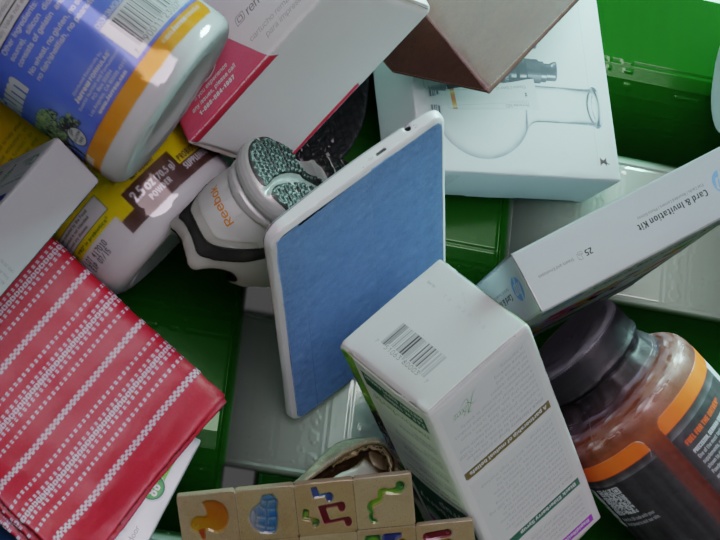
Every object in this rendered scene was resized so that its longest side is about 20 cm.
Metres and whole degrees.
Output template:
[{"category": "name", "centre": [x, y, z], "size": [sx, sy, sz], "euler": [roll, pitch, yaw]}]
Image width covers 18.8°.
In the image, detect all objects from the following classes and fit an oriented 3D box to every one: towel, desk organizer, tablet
[{"category": "towel", "centre": [-0.190, 0.059, 1.236], "size": [0.200, 0.022, 0.145], "euler": [42, 67, 1]}, {"category": "desk organizer", "centre": [0.093, -0.185, 1.342], "size": [0.077, 0.072, 0.200], "euler": [49, 59, -9]}, {"category": "tablet", "centre": [0.000, 0.000, 1.277], "size": [0.130, 0.201, 0.014], "euler": [-36, 62, -20]}]

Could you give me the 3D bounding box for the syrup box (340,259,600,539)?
[{"category": "syrup box", "centre": [0.067, 0.096, 1.256], "size": [0.081, 0.201, 0.079], "euler": [-40, 49, -15]}]

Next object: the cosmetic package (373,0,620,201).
[{"category": "cosmetic package", "centre": [0.081, -0.149, 1.395], "size": [0.150, 0.052, 0.202], "euler": [2, 74, -30]}]

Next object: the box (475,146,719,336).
[{"category": "box", "centre": [0.130, -0.001, 1.302], "size": [0.155, 0.200, 0.041], "euler": [-26, 82, -20]}]

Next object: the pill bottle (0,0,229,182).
[{"category": "pill bottle", "centre": [-0.181, -0.148, 1.194], "size": [0.199, 0.112, 0.112], "euler": [35, 70, 1]}]

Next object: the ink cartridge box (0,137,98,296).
[{"category": "ink cartridge box", "centre": [-0.229, 0.016, 1.173], "size": [0.039, 0.099, 0.200], "euler": [47, 64, -16]}]

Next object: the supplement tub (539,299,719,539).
[{"category": "supplement tub", "centre": [0.191, 0.112, 1.318], "size": [0.200, 0.107, 0.107], "euler": [47, 69, -12]}]

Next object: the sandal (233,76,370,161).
[{"category": "sandal", "centre": [-0.027, -0.126, 1.386], "size": [0.075, 0.045, 0.201], "euler": [31, 55, -10]}]

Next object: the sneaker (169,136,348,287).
[{"category": "sneaker", "centre": [-0.043, -0.026, 1.295], "size": [0.080, 0.200, 0.074], "euler": [-35, 66, 18]}]

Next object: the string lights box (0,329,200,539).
[{"category": "string lights box", "centre": [-0.206, 0.100, 1.264], "size": [0.199, 0.059, 0.103], "euler": [29, 69, -5]}]

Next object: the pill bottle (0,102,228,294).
[{"category": "pill bottle", "centre": [-0.180, -0.089, 1.295], "size": [0.200, 0.109, 0.109], "euler": [44, 69, 1]}]

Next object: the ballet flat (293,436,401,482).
[{"category": "ballet flat", "centre": [-0.051, 0.167, 1.283], "size": [0.067, 0.062, 0.200], "euler": [44, 70, -1]}]

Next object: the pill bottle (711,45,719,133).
[{"category": "pill bottle", "centre": [0.340, -0.114, 1.434], "size": [0.198, 0.113, 0.114], "euler": [11, 72, -11]}]

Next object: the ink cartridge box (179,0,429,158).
[{"category": "ink cartridge box", "centre": [-0.066, -0.187, 1.292], "size": [0.084, 0.145, 0.201], "euler": [14, 41, -47]}]

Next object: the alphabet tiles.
[{"category": "alphabet tiles", "centre": [-0.031, 0.194, 1.242], "size": [0.198, 0.006, 0.168], "euler": [-6, 115, -1]}]
